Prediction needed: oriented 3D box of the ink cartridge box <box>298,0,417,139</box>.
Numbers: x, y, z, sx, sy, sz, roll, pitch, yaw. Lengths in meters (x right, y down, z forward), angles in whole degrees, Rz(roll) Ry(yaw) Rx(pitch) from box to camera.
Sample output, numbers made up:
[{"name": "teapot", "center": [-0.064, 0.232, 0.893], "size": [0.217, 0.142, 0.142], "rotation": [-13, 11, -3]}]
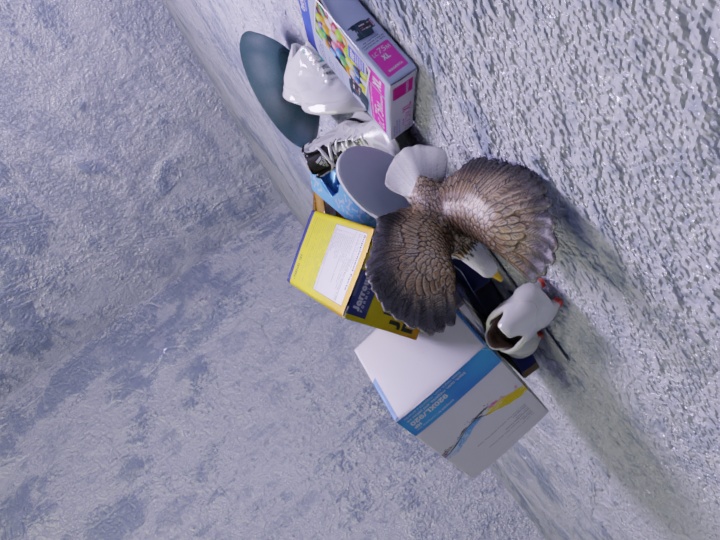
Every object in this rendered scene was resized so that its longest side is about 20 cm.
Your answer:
[{"name": "ink cartridge box", "center": [-0.014, -0.248, 0.671], "size": [0.200, 0.042, 0.119], "rotation": [55, 174, 13]}]

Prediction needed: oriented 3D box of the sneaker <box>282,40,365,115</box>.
[{"name": "sneaker", "center": [-0.053, -0.260, 0.821], "size": [0.200, 0.075, 0.089], "rotation": [35, 130, 49]}]

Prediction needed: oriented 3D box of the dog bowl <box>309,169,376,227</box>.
[{"name": "dog bowl", "center": [-0.003, -0.121, 0.891], "size": [0.200, 0.111, 0.050], "rotation": [44, 135, 45]}]

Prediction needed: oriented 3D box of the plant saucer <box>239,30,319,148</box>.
[{"name": "plant saucer", "center": [-0.112, -0.291, 0.971], "size": [0.201, 0.039, 0.202], "rotation": [49, -153, -36]}]

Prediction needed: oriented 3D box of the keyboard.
[{"name": "keyboard", "center": [0.193, 0.033, 0.779], "size": [0.200, 0.011, 0.056], "rotation": [54, 169, 1]}]

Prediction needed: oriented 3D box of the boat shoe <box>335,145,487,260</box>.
[{"name": "boat shoe", "center": [0.057, -0.076, 0.746], "size": [0.201, 0.075, 0.086], "rotation": [29, 173, -3]}]

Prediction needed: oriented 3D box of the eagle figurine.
[{"name": "eagle figurine", "center": [0.088, -0.036, 0.590], "size": [0.150, 0.153, 0.200], "rotation": [13, -168, 1]}]

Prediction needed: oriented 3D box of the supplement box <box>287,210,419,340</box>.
[{"name": "supplement box", "center": [0.000, 0.000, 0.800], "size": [0.109, 0.109, 0.200], "rotation": [19, -177, -28]}]

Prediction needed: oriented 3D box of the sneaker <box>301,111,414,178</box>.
[{"name": "sneaker", "center": [-0.007, -0.149, 0.797], "size": [0.076, 0.115, 0.200], "rotation": [58, 173, -24]}]

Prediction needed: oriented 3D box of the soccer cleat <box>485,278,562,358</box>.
[{"name": "soccer cleat", "center": [0.175, 0.069, 0.722], "size": [0.069, 0.077, 0.200], "rotation": [50, 170, 19]}]

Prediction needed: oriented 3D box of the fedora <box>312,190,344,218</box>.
[{"name": "fedora", "center": [-0.033, -0.050, 1.021], "size": [0.201, 0.081, 0.202], "rotation": [175, 90, -83]}]

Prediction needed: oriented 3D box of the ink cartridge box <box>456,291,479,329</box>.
[{"name": "ink cartridge box", "center": [0.119, 0.048, 1.090], "size": [0.200, 0.084, 0.145], "rotation": [51, 173, 40]}]

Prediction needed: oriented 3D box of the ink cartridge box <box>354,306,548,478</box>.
[{"name": "ink cartridge box", "center": [0.123, 0.149, 0.826], "size": [0.200, 0.145, 0.147], "rotation": [44, -174, -38]}]

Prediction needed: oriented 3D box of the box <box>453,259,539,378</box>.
[{"name": "box", "center": [0.172, 0.048, 0.866], "size": [0.200, 0.032, 0.121], "rotation": [54, 179, -26]}]
